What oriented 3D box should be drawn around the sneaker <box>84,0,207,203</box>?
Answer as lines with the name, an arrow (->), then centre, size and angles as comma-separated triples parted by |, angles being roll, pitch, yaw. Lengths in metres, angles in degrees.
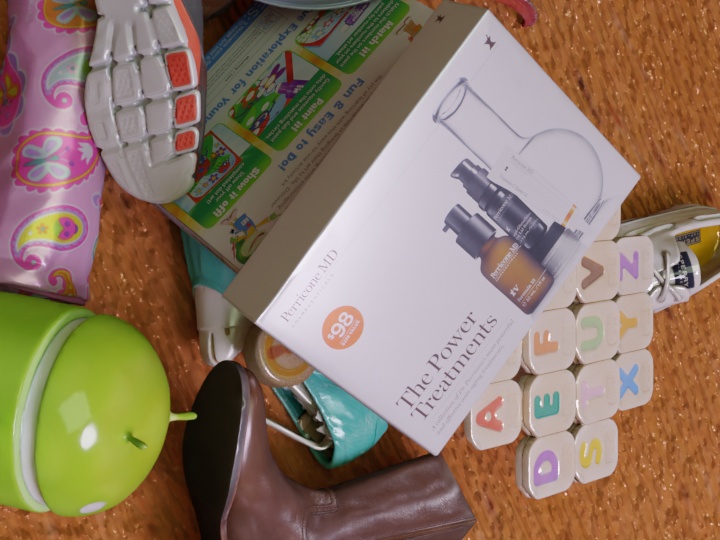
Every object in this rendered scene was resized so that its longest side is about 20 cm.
sneaker -> -0.115, -0.142, 0.736 | 0.077, 0.082, 0.201 | 3, 106, 21

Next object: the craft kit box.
craft kit box -> -0.030, -0.088, 0.762 | 0.200, 0.197, 0.049 | -48, 139, -6

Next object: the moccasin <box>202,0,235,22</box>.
moccasin -> -0.148, -0.251, 0.800 | 0.074, 0.078, 0.202 | -35, 98, -21

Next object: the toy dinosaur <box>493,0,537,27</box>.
toy dinosaur -> 0.018, -0.220, 0.865 | 0.181, 0.105, 0.201 | -28, 107, -4

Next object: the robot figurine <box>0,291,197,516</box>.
robot figurine -> -0.197, 0.072, 0.701 | 0.199, 0.175, 0.116 | 9, 100, 13

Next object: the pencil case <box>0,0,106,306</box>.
pencil case -> -0.191, -0.078, 0.766 | 0.087, 0.087, 0.201 | 12, 80, -21

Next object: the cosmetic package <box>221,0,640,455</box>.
cosmetic package -> 0.043, -0.020, 0.680 | 0.151, 0.052, 0.200 | 38, 86, -31

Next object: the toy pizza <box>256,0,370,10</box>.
toy pizza -> -0.031, -0.253, 0.785 | 0.199, 0.032, 0.201 | 1, 76, -2

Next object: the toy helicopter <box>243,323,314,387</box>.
toy helicopter -> 0.000, 0.000, 0.797 | 0.132, 0.079, 0.200 | 49, 63, -22

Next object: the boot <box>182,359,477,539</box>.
boot -> -0.010, 0.131, 0.784 | 0.199, 0.064, 0.187 | -5, 117, -30

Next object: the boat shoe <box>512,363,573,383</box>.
boat shoe -> 0.071, 0.066, 0.866 | 0.199, 0.072, 0.069 | 11, 122, -14

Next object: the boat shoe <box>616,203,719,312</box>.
boat shoe -> 0.215, -0.002, 0.912 | 0.199, 0.070, 0.071 | -17, 105, -32

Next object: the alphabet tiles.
alphabet tiles -> 0.136, 0.042, 0.807 | 0.195, 0.015, 0.201 | -5, 97, -43

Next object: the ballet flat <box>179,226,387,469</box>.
ballet flat -> -0.062, 0.053, 0.812 | 0.200, 0.067, 0.070 | 49, 63, -12
